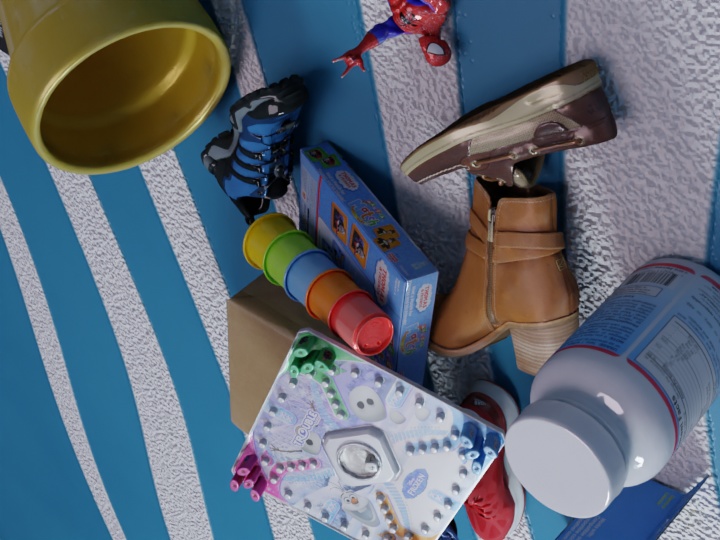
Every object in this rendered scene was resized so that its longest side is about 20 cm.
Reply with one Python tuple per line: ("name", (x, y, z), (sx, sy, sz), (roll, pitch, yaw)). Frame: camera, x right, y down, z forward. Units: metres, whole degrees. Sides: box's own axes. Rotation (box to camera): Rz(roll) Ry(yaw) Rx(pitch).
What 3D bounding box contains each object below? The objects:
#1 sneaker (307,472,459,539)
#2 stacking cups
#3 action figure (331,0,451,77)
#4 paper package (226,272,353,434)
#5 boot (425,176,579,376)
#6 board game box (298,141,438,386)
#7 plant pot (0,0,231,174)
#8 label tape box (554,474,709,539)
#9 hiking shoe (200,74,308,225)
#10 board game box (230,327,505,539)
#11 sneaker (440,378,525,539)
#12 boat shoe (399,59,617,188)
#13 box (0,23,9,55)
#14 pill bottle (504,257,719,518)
("sneaker", (0.016, 0.209, 1.061), (0.200, 0.070, 0.078), (45, -172, -14))
("stacking cups", (-0.037, 0.009, 0.975), (0.200, 0.060, 0.061), (37, 145, 51))
("action figure", (-0.002, -0.233, 0.825), (0.201, 0.099, 0.065), (55, 144, -8))
("paper package", (-0.041, 0.113, 1.136), (0.190, 0.103, 0.201), (29, 137, 26))
("boot", (0.106, -0.004, 0.924), (0.199, 0.073, 0.156), (10, 117, 48))
("board game box", (0.000, 0.000, 0.999), (0.200, 0.036, 0.152), (53, 151, 40))
("plant pot", (-0.253, -0.225, 1.030), (0.189, 0.200, 0.201), (56, 146, 22))
("label tape box", (0.203, 0.247, 0.951), (0.063, 0.144, 0.201), (40, 141, 19))
("hiking shoe", (-0.084, -0.115, 1.022), (0.087, 0.074, 0.200), (59, 154, 3))
("board game box", (-0.001, 0.170, 0.966), (0.199, 0.026, 0.201), (28, 125, 0))
("sneaker", (0.099, 0.210, 1.054), (0.078, 0.115, 0.201), (18, 131, 37))
("boat shoe", (0.111, -0.093, 0.837), (0.199, 0.072, 0.072), (-21, 102, 46))
("box", (-0.321, -0.242, 1.192), (0.200, 0.049, 0.083), (35, 140, 22))
("pill bottle", (0.192, 0.083, 0.782), (0.108, 0.200, 0.109), (28, 137, 30))
